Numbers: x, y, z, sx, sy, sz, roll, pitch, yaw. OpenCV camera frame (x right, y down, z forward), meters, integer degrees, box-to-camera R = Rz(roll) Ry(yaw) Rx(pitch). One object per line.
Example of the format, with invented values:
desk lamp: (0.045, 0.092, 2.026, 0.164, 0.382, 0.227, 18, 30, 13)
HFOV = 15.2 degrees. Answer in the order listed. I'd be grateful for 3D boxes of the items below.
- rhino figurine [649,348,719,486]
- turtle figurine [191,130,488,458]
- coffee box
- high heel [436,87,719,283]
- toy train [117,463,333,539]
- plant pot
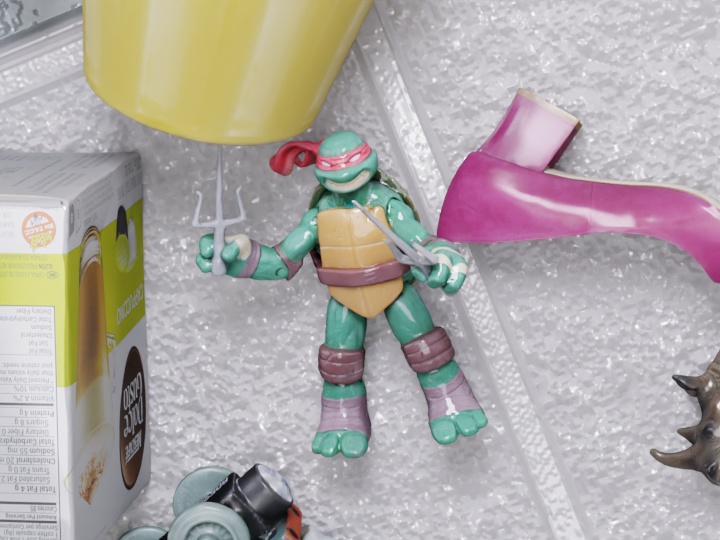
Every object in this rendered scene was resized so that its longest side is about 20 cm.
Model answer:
rhino figurine: (0.245, 0.054, 1.459, 0.200, 0.060, 0.088, -29, 80, 13)
turtle figurine: (0.000, 0.000, 1.466, 0.149, 0.101, 0.201, -2, 116, 29)
coffee box: (-0.229, 0.045, 1.454, 0.199, 0.200, 0.198, 0, 100, 7)
high heel: (0.141, -0.011, 1.456, 0.200, 0.067, 0.096, 31, 92, 7)
toy train: (-0.098, 0.200, 1.525, 0.200, 0.085, 0.114, -43, 103, 10)
plant pot: (-0.065, -0.176, 1.410, 0.200, 0.201, 0.189, 17, 115, 5)
